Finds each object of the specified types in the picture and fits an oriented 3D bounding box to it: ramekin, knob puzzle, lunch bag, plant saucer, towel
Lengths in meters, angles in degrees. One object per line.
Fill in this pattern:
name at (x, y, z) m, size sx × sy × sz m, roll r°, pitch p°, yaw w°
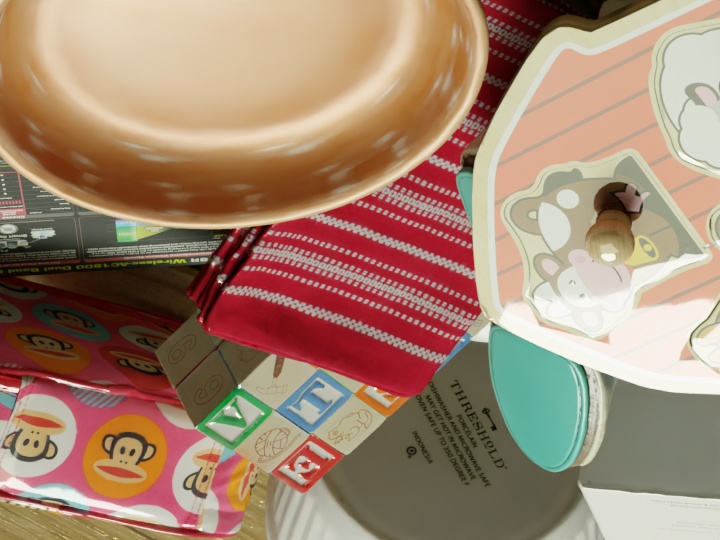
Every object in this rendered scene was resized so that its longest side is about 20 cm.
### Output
ramekin at (0.047, 0.116, 1.284) m, size 0.201 × 0.203 × 0.094 m, roll 10°, pitch 144°, yaw 4°
knob puzzle at (0.129, -0.017, 0.916) m, size 0.218 × 0.031 × 0.221 m, roll 8°, pitch 128°, yaw 10°
lunch bag at (-0.153, 0.059, 1.193) m, size 0.199 × 0.082 × 0.176 m, roll 16°, pitch -166°, yaw -27°
plant saucer at (-0.051, -0.087, 0.884) m, size 0.199 × 0.038 × 0.201 m, roll -4°, pitch 146°, yaw -3°
towel at (0.031, -0.035, 1.006) m, size 0.144 × 0.023 × 0.200 m, roll 22°, pitch 114°, yaw -40°

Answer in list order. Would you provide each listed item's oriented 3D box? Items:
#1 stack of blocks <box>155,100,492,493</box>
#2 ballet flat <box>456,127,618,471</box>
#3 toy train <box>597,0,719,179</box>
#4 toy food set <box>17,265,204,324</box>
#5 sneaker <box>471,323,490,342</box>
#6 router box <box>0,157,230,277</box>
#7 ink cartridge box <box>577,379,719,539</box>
stack of blocks at (0.000, 0.000, 1.075) m, size 0.200 × 0.059 × 0.115 m, roll -44°, pitch 134°, yaw 11°
ballet flat at (0.090, 0.009, 1.022) m, size 0.067 × 0.062 × 0.201 m, roll 30°, pitch 149°, yaw 34°
toy train at (0.153, -0.043, 0.959) m, size 0.113 × 0.087 × 0.201 m, roll -5°, pitch 129°, yaw 10°
toy food set at (-0.137, 0.028, 1.345) m, size 0.197 × 0.049 × 0.200 m, roll 12°, pitch 154°, yaw 0°
sneaker at (0.109, -0.017, 1.124) m, size 0.199 × 0.074 × 0.082 m, roll -5°, pitch 143°, yaw 15°
router box at (-0.134, -0.057, 1.094) m, size 0.198 × 0.063 × 0.150 m, roll -3°, pitch 155°, yaw -5°
ink cartridge box at (0.203, 0.101, 1.248) m, size 0.124 × 0.129 × 0.200 m, roll 3°, pitch 154°, yaw 19°
